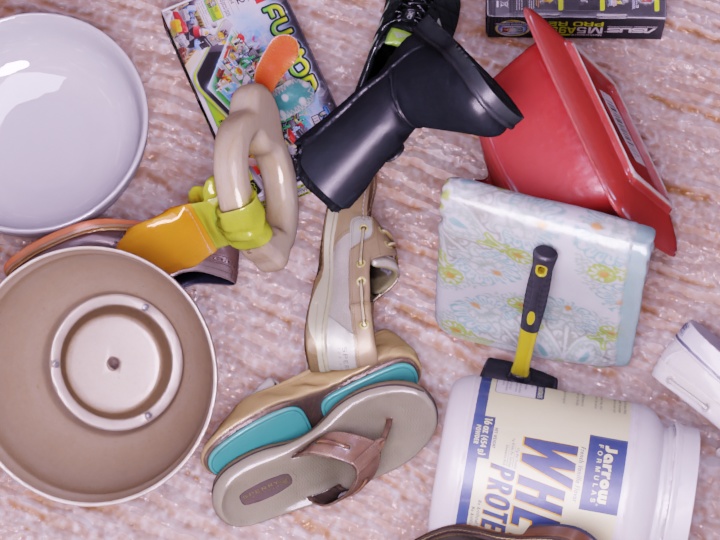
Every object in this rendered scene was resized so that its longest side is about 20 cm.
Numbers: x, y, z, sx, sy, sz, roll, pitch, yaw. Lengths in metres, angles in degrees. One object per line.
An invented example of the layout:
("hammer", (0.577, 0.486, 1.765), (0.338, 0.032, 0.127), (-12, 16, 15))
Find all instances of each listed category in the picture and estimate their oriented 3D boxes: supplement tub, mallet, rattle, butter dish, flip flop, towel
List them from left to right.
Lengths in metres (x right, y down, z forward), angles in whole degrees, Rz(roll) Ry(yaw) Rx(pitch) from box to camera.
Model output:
("rattle", (-0.118, -0.092, 1.740), (0.142, 0.130, 0.202), (-21, 58, 34))
("flip flop", (-0.026, 0.157, 1.680), (0.199, 0.082, 0.058), (-24, 29, -3))
("towel", (0.144, 0.007, 1.672), (0.170, 0.201, 0.048), (12, 59, 7))
("mallet", (0.143, 0.053, 1.660), (0.065, 0.201, 0.041), (21, 52, 3))
("butter dish", (0.155, -0.086, 1.728), (0.147, 0.199, 0.201), (-29, 70, 16))
("supplement tub", (0.159, 0.168, 1.643), (0.198, 0.145, 0.146), (9, 72, 5))

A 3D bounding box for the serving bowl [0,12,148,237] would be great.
("serving bowl", (-0.277, -0.117, 1.792), (0.198, 0.066, 0.202), (-1, 71, 2))

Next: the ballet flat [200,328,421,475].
("ballet flat", (-0.046, 0.108, 1.723), (0.199, 0.069, 0.063), (-23, 44, -9))

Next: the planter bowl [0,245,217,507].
("planter bowl", (-0.205, 0.080, 1.674), (0.198, 0.135, 0.202), (0, 92, 3))

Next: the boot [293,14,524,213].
("boot", (0.033, -0.108, 1.656), (0.168, 0.200, 0.076), (-45, 117, 5))

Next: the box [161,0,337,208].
("box", (-0.087, -0.157, 1.816), (0.109, 0.035, 0.201), (-23, 72, -6))

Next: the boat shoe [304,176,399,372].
("boat shoe", (0.000, 0.000, 1.727), (0.066, 0.074, 0.201), (4, 57, 9))

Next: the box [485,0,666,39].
("box", (0.190, -0.306, 1.854), (0.158, 0.044, 0.202), (1, 72, 1))

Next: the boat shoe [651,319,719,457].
("boat shoe", (0.321, 0.132, 1.700), (0.200, 0.071, 0.070), (43, 105, 10))

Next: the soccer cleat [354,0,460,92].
("soccer cleat", (0.041, -0.200, 1.803), (0.067, 0.081, 0.202), (17, 73, 7))

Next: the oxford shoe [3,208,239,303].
("oxford shoe", (-0.199, -0.003, 1.751), (0.198, 0.071, 0.074), (-11, 75, -3))

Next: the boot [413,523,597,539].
("boot", (0.078, 0.242, 1.553), (0.199, 0.097, 0.075), (-15, 108, 32))
